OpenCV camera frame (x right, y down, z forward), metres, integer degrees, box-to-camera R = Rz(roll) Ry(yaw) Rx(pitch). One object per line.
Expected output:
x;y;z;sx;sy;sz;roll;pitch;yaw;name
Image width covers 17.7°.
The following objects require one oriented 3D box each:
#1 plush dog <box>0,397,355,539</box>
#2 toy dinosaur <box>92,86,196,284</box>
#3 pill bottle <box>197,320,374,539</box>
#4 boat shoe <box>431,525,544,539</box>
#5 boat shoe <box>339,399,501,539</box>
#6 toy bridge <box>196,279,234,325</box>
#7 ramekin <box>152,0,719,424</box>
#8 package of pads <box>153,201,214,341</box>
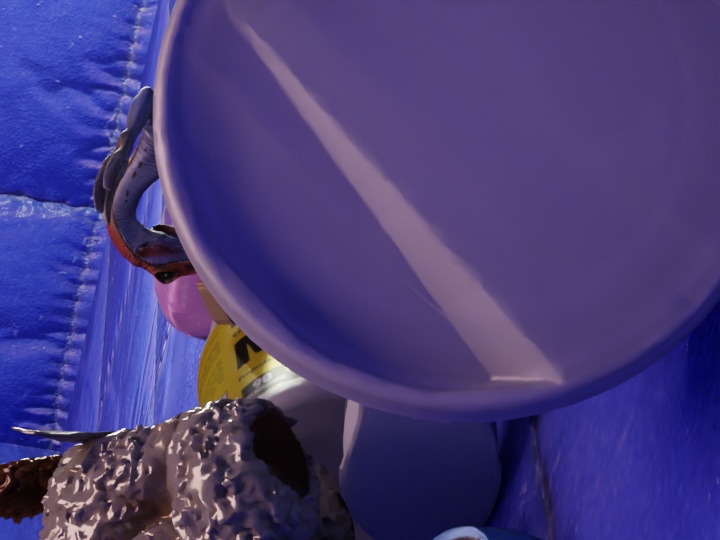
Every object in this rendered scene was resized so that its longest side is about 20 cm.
-0.083;0.160;0.981;0.200;0.159;0.173;68;-163;-72;plush dog
-0.068;-0.086;1.164;0.181;0.105;0.201;-42;27;38;toy dinosaur
-0.026;0.072;1.179;0.200;0.114;0.115;-110;31;-69;pill bottle
0.019;0.175;0.943;0.200;0.084;0.069;110;162;-53;boat shoe
0.021;0.037;0.993;0.068;0.071;0.201;-84;-13;-49;boat shoe
0.000;0.000;1.117;0.199;0.067;0.027;1;123;51;toy bridge
0.033;-0.041;0.768;0.094;0.201;0.204;95;-178;-74;ramekin
-0.067;-0.066;1.309;0.121;0.075;0.201;-132;52;-74;package of pads
